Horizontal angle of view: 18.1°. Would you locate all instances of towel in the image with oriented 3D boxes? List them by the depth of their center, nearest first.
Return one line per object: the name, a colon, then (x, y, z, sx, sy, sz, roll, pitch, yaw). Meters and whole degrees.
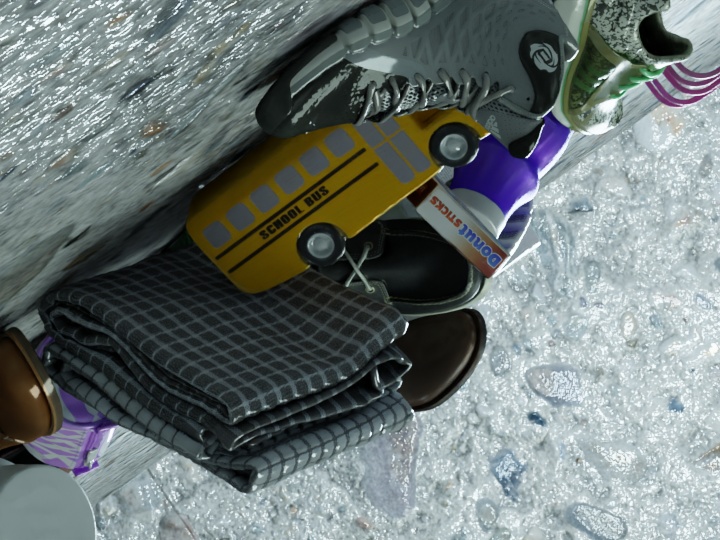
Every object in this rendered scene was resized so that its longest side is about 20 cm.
towel: (-0.083, 0.051, 1.438, 0.165, 0.200, 0.086, -19, 124, -43)

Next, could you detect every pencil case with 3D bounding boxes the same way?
pencil case: (-0.210, 0.097, 1.665, 0.084, 0.086, 0.200, -15, 169, -13)

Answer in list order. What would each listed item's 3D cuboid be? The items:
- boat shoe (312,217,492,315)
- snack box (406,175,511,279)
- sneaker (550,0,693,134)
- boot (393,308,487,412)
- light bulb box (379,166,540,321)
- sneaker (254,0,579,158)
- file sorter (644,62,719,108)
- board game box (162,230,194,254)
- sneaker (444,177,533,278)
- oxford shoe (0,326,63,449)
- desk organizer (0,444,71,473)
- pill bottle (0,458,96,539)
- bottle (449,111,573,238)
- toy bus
boat shoe: (0.000, 0.000, 1.577, 0.200, 0.072, 0.068, 5, -167, 34)
snack box: (0.043, -0.054, 1.507, 0.024, 0.072, 0.200, -45, -158, 3)
sneaker: (0.179, -0.145, 1.529, 0.077, 0.088, 0.200, -61, 161, -21)
boot: (-0.036, 0.059, 1.604, 0.200, 0.064, 0.186, 18, 143, -42)
light bulb box: (0.007, -0.006, 1.790, 0.198, 0.125, 0.200, -30, -179, 26)
sneaker: (0.046, -0.102, 1.274, 0.200, 0.116, 0.075, -34, 175, -23)
file sorter: (0.253, -0.206, 1.660, 0.139, 0.126, 0.200, -36, 176, 2)
board game box: (-0.053, -0.057, 1.621, 0.200, 0.023, 0.105, -32, 174, -36)
sneaker: (0.095, -0.041, 1.675, 0.082, 0.075, 0.200, 94, 18, -46)
oxford shoe: (-0.245, 0.092, 1.484, 0.071, 0.071, 0.200, -27, 174, -26)
desk organizer: (-0.284, 0.149, 1.773, 0.077, 0.072, 0.200, -40, 174, 25)
pill bottle: (-0.273, 0.178, 1.495, 0.200, 0.110, 0.109, -7, -164, 42)
bottle: (0.117, -0.107, 1.624, 0.083, 0.065, 0.200, -25, -149, 55)
toy bus: (-0.009, -0.067, 1.410, 0.200, 0.078, 0.065, -37, -162, 19)
